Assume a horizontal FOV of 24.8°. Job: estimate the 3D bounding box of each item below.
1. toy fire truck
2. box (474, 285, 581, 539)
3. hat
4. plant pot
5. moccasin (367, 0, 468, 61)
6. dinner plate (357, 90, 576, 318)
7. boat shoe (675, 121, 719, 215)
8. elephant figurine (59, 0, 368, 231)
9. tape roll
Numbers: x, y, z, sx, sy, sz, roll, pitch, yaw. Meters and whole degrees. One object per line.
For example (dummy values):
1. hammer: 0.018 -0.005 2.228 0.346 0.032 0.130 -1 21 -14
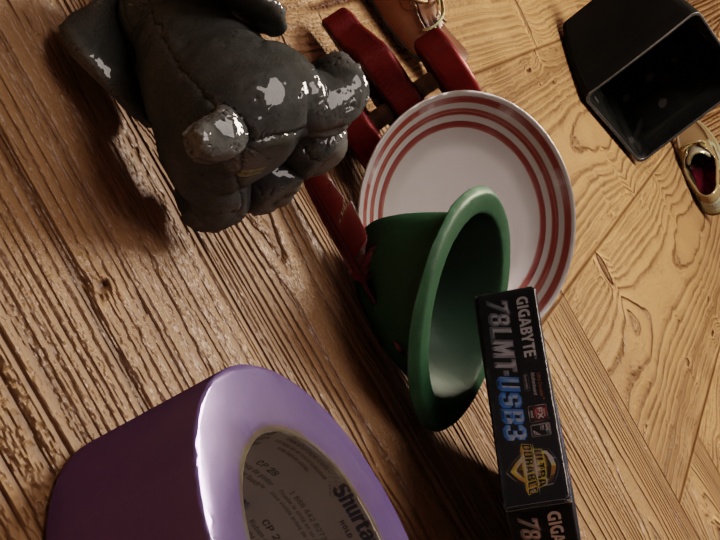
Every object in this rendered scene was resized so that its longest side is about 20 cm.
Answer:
1. toy fire truck: 0.046 -0.120 1.350 0.200 0.112 0.168 53 2 -25
2. box: 0.123 0.149 1.136 0.200 0.050 0.199 -94 171 -49
3. hat: 0.000 0.000 1.182 0.166 0.176 0.200 17 85 -66
4. plant pot: 0.413 -0.320 2.425 0.200 0.199 0.178 38 18 -48
5. moccasin: 0.048 -0.277 1.587 0.201 0.078 0.074 53 21 -22
6. dinner plate: 0.080 -0.037 1.256 0.200 0.200 0.024 54 -22 -19
7. boat shoe: 0.594 -0.193 2.855 0.066 0.074 0.200 44 25 -53
8. elephant figurine: -0.103 -0.132 0.958 0.141 0.155 0.200 -27 74 -29
9. tape roll: -0.048 0.150 0.753 0.200 0.085 0.200 50 23 -30
